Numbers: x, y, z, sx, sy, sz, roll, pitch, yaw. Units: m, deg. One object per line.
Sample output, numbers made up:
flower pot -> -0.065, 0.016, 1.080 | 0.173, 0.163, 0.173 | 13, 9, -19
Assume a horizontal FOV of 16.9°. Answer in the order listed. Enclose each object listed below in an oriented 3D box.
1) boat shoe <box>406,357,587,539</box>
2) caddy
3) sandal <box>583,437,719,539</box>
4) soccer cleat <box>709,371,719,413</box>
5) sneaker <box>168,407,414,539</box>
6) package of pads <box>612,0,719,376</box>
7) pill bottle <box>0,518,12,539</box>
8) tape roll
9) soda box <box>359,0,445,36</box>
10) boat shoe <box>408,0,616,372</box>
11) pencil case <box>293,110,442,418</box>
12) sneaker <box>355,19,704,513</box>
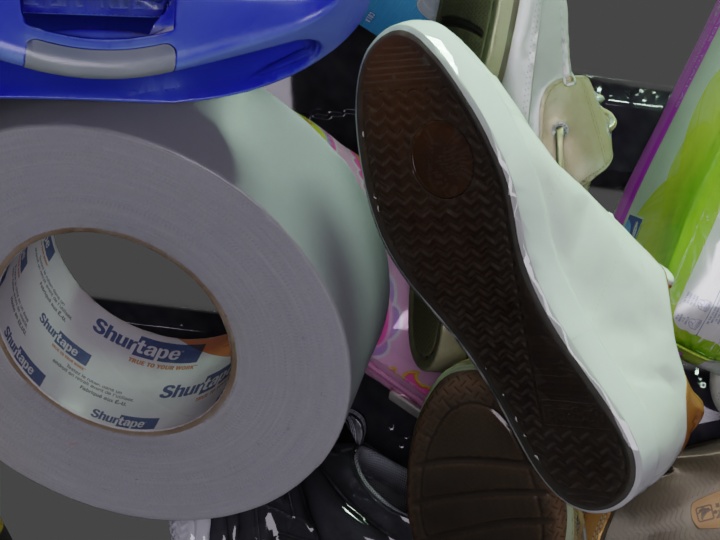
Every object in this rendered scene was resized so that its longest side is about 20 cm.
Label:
boat shoe -> 0.067, 0.109, 1.020 | 0.071, 0.076, 0.201 | 12, 129, 25
caddy -> -0.096, -0.115, 0.866 | 0.199, 0.141, 0.105 | 1, 64, -14
sandal -> 0.121, 0.124, 1.092 | 0.199, 0.054, 0.081 | -16, 97, 1
soccer cleat -> 0.246, 0.008, 1.083 | 0.199, 0.078, 0.069 | -31, 99, -2
sneaker -> 0.006, 0.159, 1.064 | 0.114, 0.075, 0.201 | -29, 95, 13
package of pads -> 0.174, -0.056, 1.030 | 0.068, 0.155, 0.201 | 25, 93, -8
pill bottle -> -0.234, 0.072, 1.020 | 0.112, 0.112, 0.201 | -28, 99, -3
tape roll -> -0.091, 0.007, 0.996 | 0.199, 0.066, 0.201 | 9, 129, 12
soda box -> 0.060, -0.187, 1.013 | 0.064, 0.068, 0.200 | 30, 115, -8
boat shoe -> 0.066, -0.056, 0.990 | 0.068, 0.075, 0.201 | 5, 101, -15
pencil case -> 0.000, 0.000, 1.052 | 0.200, 0.087, 0.088 | 36, 91, -9
sneaker -> 0.067, -0.009, 0.939 | 0.085, 0.073, 0.201 | -29, 94, -47
